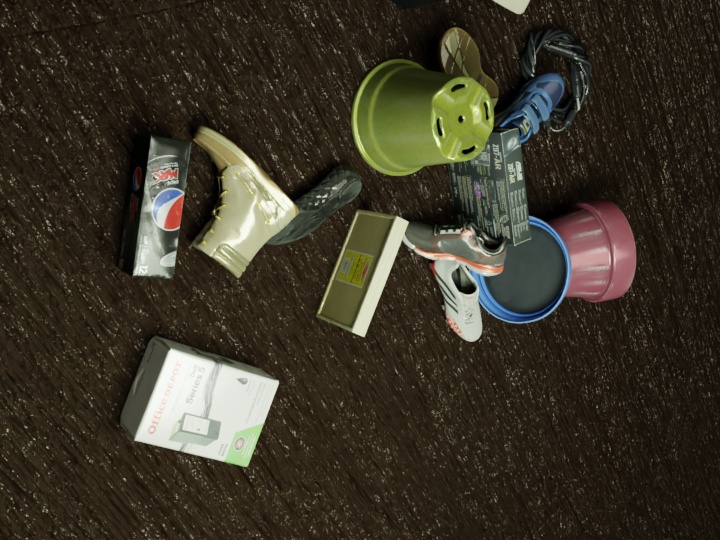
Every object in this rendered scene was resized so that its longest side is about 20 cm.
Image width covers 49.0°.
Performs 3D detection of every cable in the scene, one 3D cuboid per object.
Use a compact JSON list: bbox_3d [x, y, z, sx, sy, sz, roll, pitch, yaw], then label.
[{"bbox_3d":[0.384,-0.385,1.541,0.163,0.051,0.201,-46,119,-15],"label":"cable"}]

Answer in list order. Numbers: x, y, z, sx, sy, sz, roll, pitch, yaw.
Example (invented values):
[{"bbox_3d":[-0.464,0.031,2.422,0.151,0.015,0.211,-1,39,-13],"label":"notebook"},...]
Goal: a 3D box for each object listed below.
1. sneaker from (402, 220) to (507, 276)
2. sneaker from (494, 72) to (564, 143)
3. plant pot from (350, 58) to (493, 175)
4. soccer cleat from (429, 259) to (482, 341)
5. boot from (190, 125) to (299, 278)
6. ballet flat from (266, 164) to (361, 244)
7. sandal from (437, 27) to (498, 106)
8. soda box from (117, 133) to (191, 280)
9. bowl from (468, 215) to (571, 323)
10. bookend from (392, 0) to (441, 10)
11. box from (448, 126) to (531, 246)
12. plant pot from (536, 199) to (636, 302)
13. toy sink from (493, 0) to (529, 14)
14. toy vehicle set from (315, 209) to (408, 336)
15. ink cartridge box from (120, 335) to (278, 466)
[{"bbox_3d":[0.169,-0.062,1.401,0.198,0.077,0.083,17,129,1],"label":"sneaker"},{"bbox_3d":[0.307,-0.286,1.467,0.200,0.082,0.074,-42,115,1],"label":"sneaker"},{"bbox_3d":[0.115,-0.251,1.312,0.198,0.184,0.203,-8,104,-32],"label":"plant pot"},{"bbox_3d":[0.193,0.054,1.483,0.068,0.085,0.202,-34,116,-23],"label":"soccer cleat"},{"bbox_3d":[-0.211,-0.103,1.197,0.200,0.073,0.156,44,84,-21],"label":"boot"},{"bbox_3d":[-0.085,-0.105,1.301,0.199,0.057,0.067,-34,143,-18],"label":"ballet flat"},{"bbox_3d":[0.186,-0.353,1.422,0.081,0.054,0.200,-55,137,-5],"label":"sandal"},{"bbox_3d":[-0.298,-0.092,1.141,0.063,0.070,0.203,5,97,-36],"label":"soda box"},{"bbox_3d":[0.301,-0.003,1.482,0.039,0.199,0.203,-3,102,-56],"label":"bowl"},{"bbox_3d":[0.141,-0.534,1.263,0.092,0.198,0.201,40,77,-30],"label":"bookend"},{"bbox_3d":[0.226,-0.155,1.418,0.043,0.160,0.203,-20,109,-28],"label":"box"},{"bbox_3d":[0.412,-0.029,1.558,0.177,0.200,0.203,-9,105,-16],"label":"plant pot"},{"bbox_3d":[0.255,-0.573,1.370,0.129,0.112,0.202,14,111,-33],"label":"toy sink"},{"bbox_3d":[0.000,0.000,1.323,0.026,0.124,0.202,23,87,-34],"label":"toy vehicle set"},{"bbox_3d":[-0.248,0.204,1.225,0.199,0.084,0.147,23,87,-34],"label":"ink cartridge box"}]
